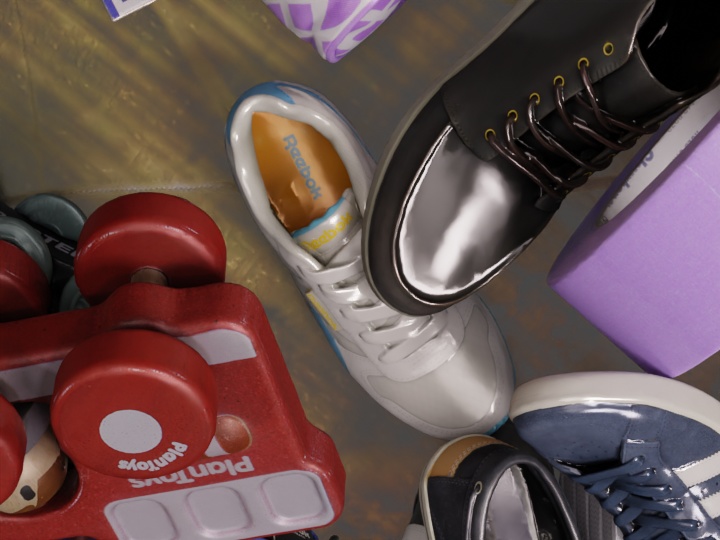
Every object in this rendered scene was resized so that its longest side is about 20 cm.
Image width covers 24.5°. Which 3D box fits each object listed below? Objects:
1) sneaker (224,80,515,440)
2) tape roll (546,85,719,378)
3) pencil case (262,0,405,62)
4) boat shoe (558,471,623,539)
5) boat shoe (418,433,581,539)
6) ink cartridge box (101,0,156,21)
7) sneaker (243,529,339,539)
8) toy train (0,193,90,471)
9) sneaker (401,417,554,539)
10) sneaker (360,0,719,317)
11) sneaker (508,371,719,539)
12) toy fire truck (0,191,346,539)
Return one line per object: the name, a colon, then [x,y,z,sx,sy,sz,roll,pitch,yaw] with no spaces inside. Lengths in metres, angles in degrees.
sneaker: [0.000,0.000,0.786,0.076,0.081,0.200,-37,89,7]
tape roll: [0.169,-0.049,0.709,0.066,0.200,0.200,42,97,0]
pencil case: [-0.051,-0.191,0.780,0.200,0.085,0.084,48,137,-1]
boat shoe: [0.142,0.160,0.804,0.071,0.072,0.201,-9,100,-14]
boat shoe: [0.081,0.171,0.751,0.074,0.062,0.201,-15,89,-28]
ink cartridge box: [-0.039,-0.188,0.718,0.199,0.037,0.095,-27,86,-11]
sneaker: [-0.042,0.172,0.767,0.080,0.199,0.116,19,84,-29]
toy train: [-0.173,0.020,0.808,0.199,0.085,0.114,26,106,2]
sneaker: [0.040,0.169,0.798,0.074,0.089,0.201,22,95,4]
sneaker: [0.078,-0.060,0.705,0.075,0.106,0.200,35,91,-21]
sneaker: [0.139,0.110,0.716,0.199,0.075,0.085,28,60,-32]
toy fire truck: [-0.119,0.072,0.728,0.199,0.112,0.168,-12,130,8]
